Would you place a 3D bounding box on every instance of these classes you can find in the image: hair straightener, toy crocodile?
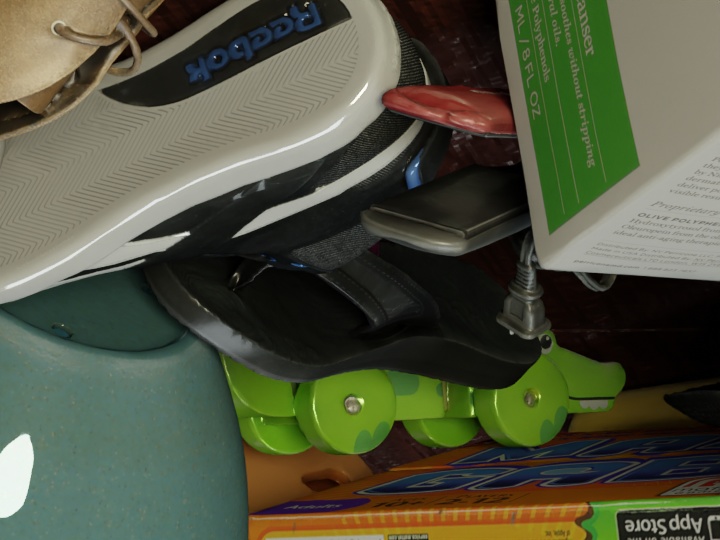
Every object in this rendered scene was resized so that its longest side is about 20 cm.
[{"bbox_3d":[0.049,-0.020,0.791,0.041,0.077,0.200,15,-170,18],"label":"hair straightener"},{"bbox_3d":[0.017,0.041,1.007,0.200,0.062,0.067,0,177,-30],"label":"toy crocodile"}]

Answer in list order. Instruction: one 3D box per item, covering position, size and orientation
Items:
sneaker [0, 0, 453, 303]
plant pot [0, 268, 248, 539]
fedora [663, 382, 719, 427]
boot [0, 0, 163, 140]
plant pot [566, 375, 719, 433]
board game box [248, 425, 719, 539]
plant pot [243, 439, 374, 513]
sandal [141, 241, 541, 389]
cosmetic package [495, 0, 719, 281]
[{"bbox_3d":[-0.064,-0.019,0.783,0.200,0.073,0.112,-17,157,17],"label":"sneaker"},{"bbox_3d":[-0.118,0.059,0.849,0.200,0.200,0.135,7,120,-36],"label":"plant pot"},{"bbox_3d":[0.198,0.006,0.906,0.200,0.092,0.201,-2,180,0],"label":"fedora"},{"bbox_3d":[-0.060,-0.076,0.636,0.200,0.076,0.074,-15,157,13],"label":"boot"},{"bbox_3d":[0.189,0.125,1.127,0.189,0.201,0.201,1,163,17],"label":"plant pot"},{"bbox_3d":[0.104,0.168,0.949,0.200,0.200,0.200,-6,-178,32],"label":"board game box"},{"bbox_3d":[-0.069,0.146,1.082,0.140,0.200,0.200,-13,166,-38],"label":"plant pot"},{"bbox_3d":[0.000,-0.001,0.889,0.200,0.075,0.048,6,131,-52],"label":"sandal"},{"bbox_3d":[0.122,-0.082,0.647,0.085,0.108,0.200,4,155,-27],"label":"cosmetic package"}]
